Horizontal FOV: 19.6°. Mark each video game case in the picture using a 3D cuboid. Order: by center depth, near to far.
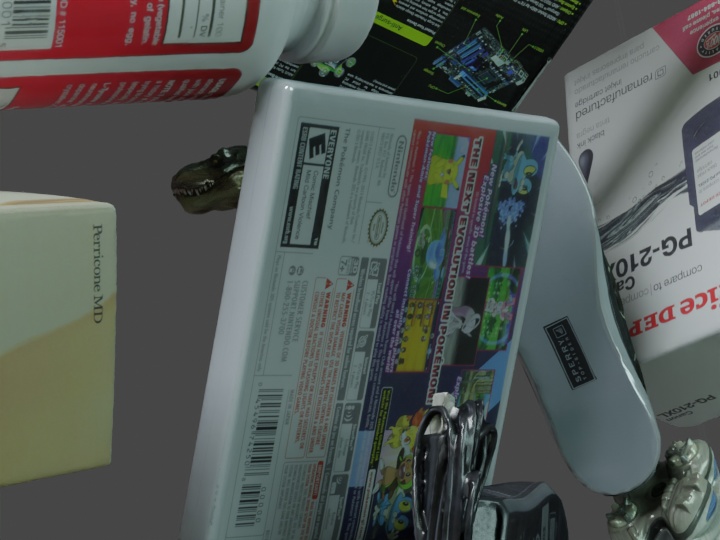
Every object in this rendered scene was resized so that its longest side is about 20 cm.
[{"bbox_3d":[0.008,0.024,0.916,0.182,0.023,0.202,3,100,-47],"label":"video game case"}]

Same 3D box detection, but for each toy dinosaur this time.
[{"bbox_3d":[0.000,0.000,0.980,0.199,0.047,0.089,21,49,-44],"label":"toy dinosaur"}]

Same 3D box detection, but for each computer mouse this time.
[{"bbox_3d":[0.048,0.130,0.908,0.200,0.052,0.140,27,65,-71],"label":"computer mouse"}]

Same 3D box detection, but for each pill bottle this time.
[{"bbox_3d":[-0.097,-0.123,0.840,0.199,0.112,0.113,-5,74,-29],"label":"pill bottle"}]

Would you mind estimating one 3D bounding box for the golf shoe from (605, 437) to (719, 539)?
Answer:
[{"bbox_3d":[0.159,0.180,1.041,0.097,0.078,0.201,52,42,-24],"label":"golf shoe"}]

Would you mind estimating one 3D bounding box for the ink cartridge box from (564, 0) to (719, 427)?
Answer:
[{"bbox_3d":[0.193,-0.036,1.130,0.084,0.144,0.201,22,55,-37],"label":"ink cartridge box"}]

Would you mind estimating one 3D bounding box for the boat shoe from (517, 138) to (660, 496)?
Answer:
[{"bbox_3d":[0.100,0.017,1.060,0.057,0.068,0.201,-60,131,-80],"label":"boat shoe"}]

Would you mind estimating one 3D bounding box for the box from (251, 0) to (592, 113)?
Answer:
[{"bbox_3d":[0.029,-0.156,0.986,0.199,0.194,0.048,19,26,-40],"label":"box"}]

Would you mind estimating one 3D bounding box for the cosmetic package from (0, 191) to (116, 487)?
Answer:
[{"bbox_3d":[-0.178,0.028,0.716,0.199,0.071,0.106,-8,102,-51],"label":"cosmetic package"}]
